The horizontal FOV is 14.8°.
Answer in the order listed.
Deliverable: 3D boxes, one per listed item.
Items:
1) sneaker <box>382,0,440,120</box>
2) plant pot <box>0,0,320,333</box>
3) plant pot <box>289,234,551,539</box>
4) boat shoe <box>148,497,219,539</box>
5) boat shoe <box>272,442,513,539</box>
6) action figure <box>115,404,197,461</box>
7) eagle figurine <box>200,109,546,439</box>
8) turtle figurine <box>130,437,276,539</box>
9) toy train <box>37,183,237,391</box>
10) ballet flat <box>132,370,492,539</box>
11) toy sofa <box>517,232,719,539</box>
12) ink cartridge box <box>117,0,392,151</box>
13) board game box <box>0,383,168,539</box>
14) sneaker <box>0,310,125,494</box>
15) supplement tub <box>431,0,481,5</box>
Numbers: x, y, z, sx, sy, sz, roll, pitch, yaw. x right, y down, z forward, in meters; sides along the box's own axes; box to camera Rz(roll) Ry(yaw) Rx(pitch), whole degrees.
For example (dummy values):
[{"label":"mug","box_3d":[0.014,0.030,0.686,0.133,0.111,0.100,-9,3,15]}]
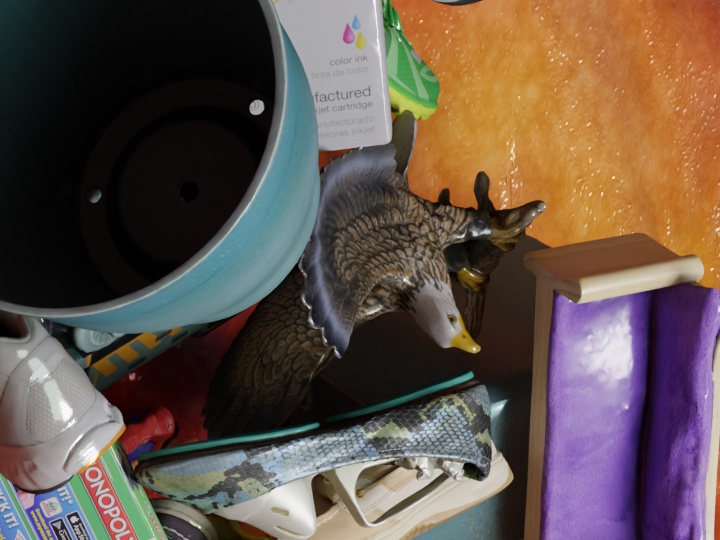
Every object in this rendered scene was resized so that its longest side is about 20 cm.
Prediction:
[{"label":"sneaker","box_3d":[-0.003,-0.152,1.571,0.084,0.074,0.200,-54,137,-8]},{"label":"plant pot","box_3d":[-0.105,-0.058,1.326,0.200,0.200,0.188,-63,161,-4]},{"label":"plant pot","box_3d":[0.066,0.111,1.684,0.200,0.196,0.197,-10,115,-33]},{"label":"boat shoe","box_3d":[-0.152,0.196,1.499,0.072,0.200,0.065,42,30,-20]},{"label":"boat shoe","box_3d":[-0.005,0.123,1.509,0.200,0.074,0.069,-24,89,-42]},{"label":"action figure","box_3d":[-0.167,0.098,1.520,0.200,0.065,0.052,-5,89,-44]},{"label":"eagle figurine","box_3d":[0.005,0.003,1.507,0.200,0.151,0.152,-15,106,-34]},{"label":"turtle figurine","box_3d":[-0.084,0.163,1.558,0.200,0.065,0.161,10,145,-37]},{"label":"toy train","box_3d":[-0.120,0.004,1.503,0.200,0.085,0.114,-34,152,-34]},{"label":"ballet flat","box_3d":[-0.018,0.105,1.436,0.199,0.074,0.074,-13,118,-20]},{"label":"toy sofa","box_3d":[0.144,0.087,1.552,0.083,0.098,0.201,-9,115,-24]},{"label":"ink cartridge box","box_3d":[-0.064,-0.162,1.444,0.147,0.086,0.200,-6,121,0]},{"label":"board game box","box_3d":[-0.159,0.173,1.441,0.134,0.029,0.200,-22,109,3]},{"label":"sneaker","box_3d":[-0.196,0.046,1.371,0.076,0.200,0.092,-41,117,-32]},{"label":"supplement tub","box_3d":[0.109,-0.234,1.616,0.200,0.122,0.123,-23,123,-40]}]
